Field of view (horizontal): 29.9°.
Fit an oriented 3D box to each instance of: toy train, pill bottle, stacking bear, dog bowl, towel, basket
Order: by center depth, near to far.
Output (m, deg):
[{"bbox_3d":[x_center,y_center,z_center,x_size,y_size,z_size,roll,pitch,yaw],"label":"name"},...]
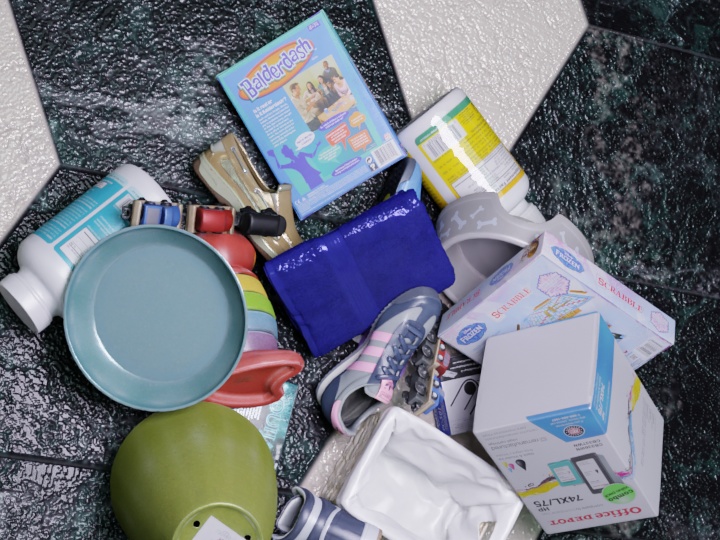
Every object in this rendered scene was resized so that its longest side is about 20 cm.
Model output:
[{"bbox_3d":[-0.168,-0.055,1.479,0.199,0.046,0.034,3,102,-36],"label":"toy train"},{"bbox_3d":[-0.302,-0.020,1.495,0.200,0.111,0.111,-40,96,-20],"label":"pill bottle"},{"bbox_3d":[-0.149,0.042,1.531,0.113,0.122,0.201,-2,62,-24],"label":"stacking bear"},{"bbox_3d":[0.000,0.000,1.564,0.199,0.050,0.148,-27,125,1],"label":"towel"},{"bbox_3d":[0.067,0.266,1.580,0.199,0.123,0.136,34,73,-12],"label":"basket"},{"bbox_3d":[0.084,0.104,1.606,0.046,0.034,0.201,39,34,-16],"label":"toy train"},{"bbox_3d":[0.176,-0.005,1.615,0.199,0.200,0.059,33,54,-12],"label":"dog bowl"},{"bbox_3d":[0.138,-0.116,1.669,0.113,0.113,0.200,-40,96,-20],"label":"pill bottle"}]

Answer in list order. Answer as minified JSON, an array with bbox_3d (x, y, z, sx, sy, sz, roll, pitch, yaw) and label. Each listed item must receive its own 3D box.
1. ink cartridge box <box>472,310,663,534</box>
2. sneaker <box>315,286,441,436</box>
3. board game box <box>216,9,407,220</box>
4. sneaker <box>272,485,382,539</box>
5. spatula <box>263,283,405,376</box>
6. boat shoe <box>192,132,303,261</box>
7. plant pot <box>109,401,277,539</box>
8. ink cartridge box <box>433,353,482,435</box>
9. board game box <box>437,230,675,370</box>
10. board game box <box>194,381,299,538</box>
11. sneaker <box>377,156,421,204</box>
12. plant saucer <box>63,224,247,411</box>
[{"bbox_3d":[0.243,0.178,1.548,0.200,0.146,0.147,53,34,-33],"label":"ink cartridge box"},{"bbox_3d":[0.032,0.111,1.567,0.070,0.082,0.200,28,109,-34],"label":"sneaker"},{"bbox_3d":[-0.057,-0.185,1.613,0.151,0.045,0.201,-30,94,5],"label":"board game box"},{"bbox_3d":[-0.048,0.298,1.501,0.108,0.200,0.071,25,68,-3],"label":"sneaker"},{"bbox_3d":[-0.029,0.065,1.629,0.199,0.021,0.057,29,75,-13],"label":"spatula"},{"bbox_3d":[-0.108,-0.074,1.582,0.076,0.072,0.200,-40,98,8],"label":"boat shoe"},{"bbox_3d":[-0.162,0.255,1.412,0.185,0.200,0.189,-3,101,-14],"label":"plant pot"},{"bbox_3d":[0.183,0.140,1.684,0.198,0.044,0.095,-10,87,-21],"label":"ink cartridge box"},{"bbox_3d":[0.227,0.068,1.580,0.199,0.200,0.041,33,44,-17],"label":"board game box"},{"bbox_3d":[-0.159,0.210,1.556,0.134,0.028,0.202,19,75,-17],"label":"board game box"},{"bbox_3d":[0.051,-0.034,1.637,0.078,0.066,0.202,15,91,-12],"label":"sneaker"},{"bbox_3d":[-0.215,0.048,1.434,0.198,0.036,0.202,1,100,5],"label":"plant saucer"}]
